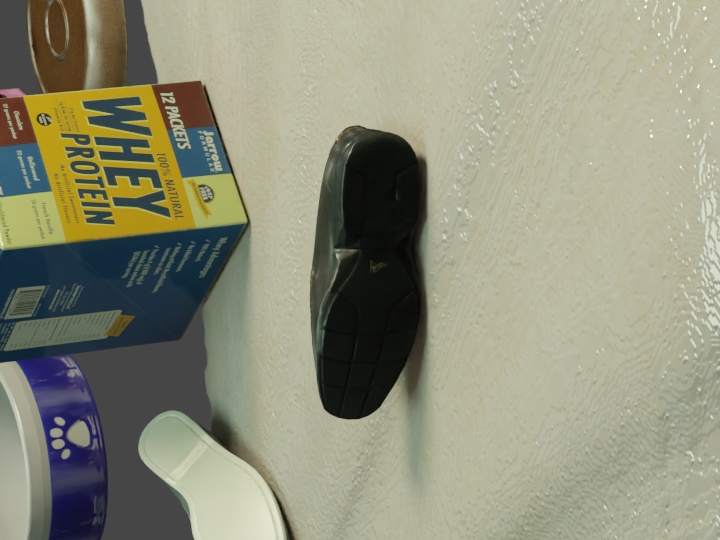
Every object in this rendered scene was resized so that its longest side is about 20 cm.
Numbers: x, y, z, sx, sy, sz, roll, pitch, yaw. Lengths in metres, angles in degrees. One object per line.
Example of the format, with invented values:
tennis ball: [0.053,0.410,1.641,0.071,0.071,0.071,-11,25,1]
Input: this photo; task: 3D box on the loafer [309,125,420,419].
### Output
loafer: [0.000,0.000,1.785,0.072,0.073,0.200,-143,60,-68]

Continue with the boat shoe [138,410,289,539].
boat shoe: [-0.104,0.185,2.079,0.200,0.073,0.062,44,179,44]

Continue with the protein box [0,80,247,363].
protein box: [-0.225,-0.035,2.085,0.199,0.200,0.135,-57,46,54]

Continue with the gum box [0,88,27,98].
gum box: [-0.366,-0.074,2.474,0.066,0.113,0.200,39,131,56]

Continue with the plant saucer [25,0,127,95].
plant saucer: [-0.253,-0.213,2.298,0.200,0.032,0.200,26,119,60]

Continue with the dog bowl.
dog bowl: [-0.306,0.174,2.455,0.200,0.079,0.200,29,123,59]
